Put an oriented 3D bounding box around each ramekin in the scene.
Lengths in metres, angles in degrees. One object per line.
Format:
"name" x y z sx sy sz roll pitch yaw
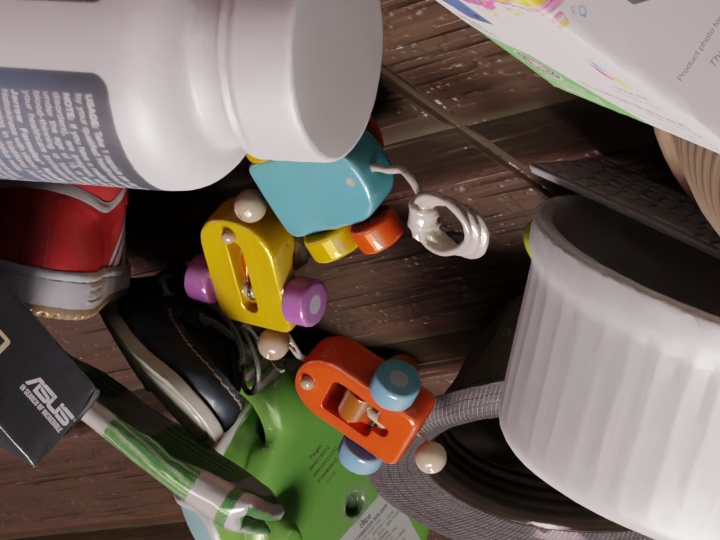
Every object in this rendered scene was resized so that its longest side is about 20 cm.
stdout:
"ramekin" 0.154 0.048 1.092 0.200 0.098 0.201 15 -165 -4

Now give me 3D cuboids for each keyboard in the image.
"keyboard" 0.160 -0.009 1.091 0.200 0.011 0.056 27 -164 37

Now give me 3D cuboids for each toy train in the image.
"toy train" 0.000 0.000 1.204 0.150 0.056 0.200 32 140 10

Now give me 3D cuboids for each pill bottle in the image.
"pill bottle" -0.099 -0.092 1.054 0.199 0.120 0.120 5 154 23

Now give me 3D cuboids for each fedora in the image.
"fedora" 0.106 0.067 1.313 0.177 0.091 0.200 30 146 -33

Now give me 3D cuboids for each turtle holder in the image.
"turtle holder" -0.047 0.113 1.451 0.131 0.141 0.185 16 174 44

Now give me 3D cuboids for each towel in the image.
"towel" -0.126 0.061 1.286 0.200 0.023 0.153 38 179 8

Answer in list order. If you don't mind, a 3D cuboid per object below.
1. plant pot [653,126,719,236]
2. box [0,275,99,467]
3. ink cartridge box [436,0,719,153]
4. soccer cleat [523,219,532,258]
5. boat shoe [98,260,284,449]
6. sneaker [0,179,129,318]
"plant pot" 0.198 -0.040 0.956 0.200 0.093 0.201 11 137 11
"box" -0.215 -0.006 1.128 0.200 0.044 0.160 19 152 54
"ink cartridge box" 0.052 -0.128 0.865 0.200 0.088 0.145 34 179 -32
"soccer cleat" 0.169 0.010 1.212 0.200 0.065 0.084 26 125 -13
"boat shoe" -0.084 0.036 1.307 0.075 0.062 0.200 58 174 -12
"sneaker" -0.138 -0.045 1.252 0.071 0.113 0.200 9 -174 -5
